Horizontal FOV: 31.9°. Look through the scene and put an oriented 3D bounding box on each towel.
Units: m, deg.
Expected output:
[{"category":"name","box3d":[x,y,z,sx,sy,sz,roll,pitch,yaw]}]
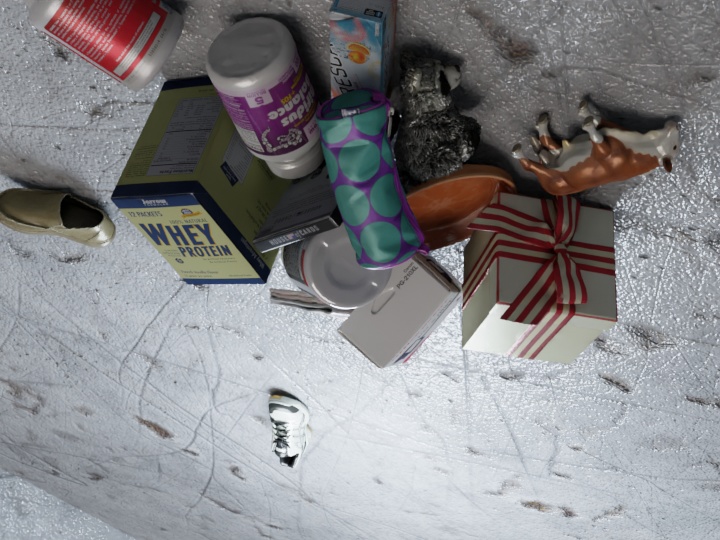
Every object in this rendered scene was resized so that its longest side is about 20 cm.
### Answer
[{"category":"towel","box3d":[-0.016,0.063,1.931,0.191,0.032,0.200,13,176,-34]}]

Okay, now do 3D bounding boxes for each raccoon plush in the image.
[{"category":"raccoon plush","box3d":[0.052,-0.162,1.499,0.134,0.200,0.097,41,180,-32]}]

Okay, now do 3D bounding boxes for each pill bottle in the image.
[{"category":"pill bottle","box3d":[-0.322,-0.313,1.510,0.200,0.112,0.112,33,147,-23]},{"category":"pill bottle","box3d":[-0.038,-0.018,1.632,0.114,0.114,0.200,28,178,-16]},{"category":"pill bottle","box3d":[-0.108,-0.207,1.564,0.112,0.113,0.200,5,148,22]}]

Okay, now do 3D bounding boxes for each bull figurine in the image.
[{"category":"bull figurine","box3d":[0.280,-0.143,1.503,0.121,0.065,0.200,40,142,-25]}]

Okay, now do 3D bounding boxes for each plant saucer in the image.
[{"category":"plant saucer","box3d":[0.106,-0.083,1.647,0.200,0.032,0.200,-14,157,-6]}]

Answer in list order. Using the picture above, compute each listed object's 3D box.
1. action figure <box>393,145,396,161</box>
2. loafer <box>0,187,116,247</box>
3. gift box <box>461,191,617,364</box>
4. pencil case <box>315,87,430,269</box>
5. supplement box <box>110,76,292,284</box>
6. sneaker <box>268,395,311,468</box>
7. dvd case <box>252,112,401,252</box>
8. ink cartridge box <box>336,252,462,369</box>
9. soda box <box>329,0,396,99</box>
[{"category":"action figure","box3d":[0.065,-0.100,1.683,0.118,0.055,0.200,-24,152,8]},{"category":"loafer","box3d":[-0.486,-0.094,2.003,0.199,0.076,0.067,12,150,-8]},{"category":"gift box","box3d":[0.220,0.014,1.643,0.199,0.185,0.187,5,153,-13]},{"category":"pencil case","box3d":[0.014,-0.106,1.466,0.092,0.085,0.200,-9,111,18]},{"category":"supplement box","box3d":[-0.192,-0.117,1.670,0.134,0.200,0.200,-1,144,31]},{"category":"sneaker","box3d":[-0.141,0.319,2.466,0.075,0.088,0.200,9,147,19]},{"category":"dvd case","box3d":[-0.041,-0.112,1.595,0.150,0.200,0.025,-16,125,45]},{"category":"ink cartridge box","box3d":[0.063,0.054,1.729,0.084,0.145,0.200,42,-173,10]},{"category":"soda box","box3d":[0.003,-0.253,1.468,0.063,0.069,0.200,14,151,8]}]
